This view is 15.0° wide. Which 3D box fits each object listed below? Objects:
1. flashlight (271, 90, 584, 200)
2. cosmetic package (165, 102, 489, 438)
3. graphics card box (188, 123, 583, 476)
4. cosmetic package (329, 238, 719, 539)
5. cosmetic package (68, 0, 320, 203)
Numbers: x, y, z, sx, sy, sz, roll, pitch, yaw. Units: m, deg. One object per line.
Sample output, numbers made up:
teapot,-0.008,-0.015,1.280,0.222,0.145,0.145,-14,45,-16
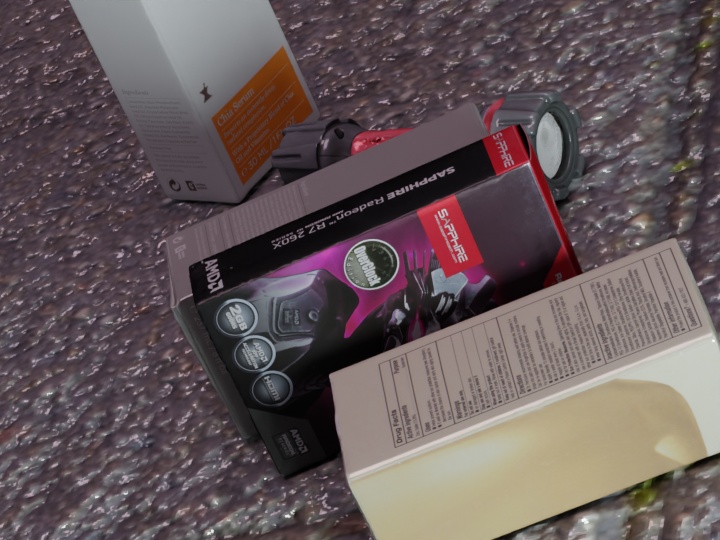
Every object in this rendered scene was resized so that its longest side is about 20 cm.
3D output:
flashlight,0.037,-0.072,1.674,0.199,0.068,0.068,-1,40,34
cosmetic package,0.000,0.000,1.550,0.199,0.107,0.090,-24,29,7
graphics card box,0.020,0.017,1.486,0.199,0.126,0.051,-22,31,4
cosmetic package,0.090,0.070,1.403,0.199,0.071,0.105,-21,30,7
cosmetic package,-0.113,-0.153,1.781,0.071,0.201,0.101,4,41,41
